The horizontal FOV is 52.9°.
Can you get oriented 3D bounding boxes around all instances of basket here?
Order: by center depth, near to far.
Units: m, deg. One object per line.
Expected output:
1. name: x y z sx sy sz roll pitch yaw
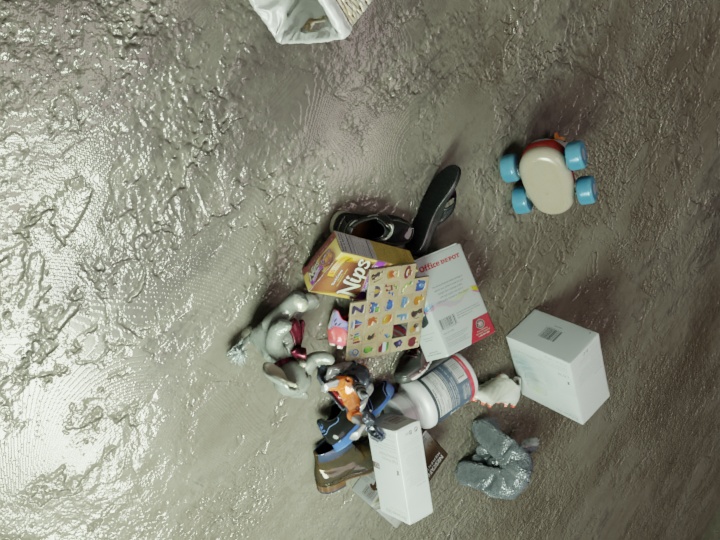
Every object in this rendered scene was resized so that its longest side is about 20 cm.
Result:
1. basket: -0.086 -0.481 1.112 0.162 0.196 0.201 -53 128 -17

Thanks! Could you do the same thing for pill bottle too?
1. pill bottle: 0.150 0.273 1.581 0.198 0.119 0.122 -28 119 -28

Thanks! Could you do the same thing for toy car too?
1. toy car: 0.436 -0.251 1.642 0.178 0.181 0.202 59 39 -33

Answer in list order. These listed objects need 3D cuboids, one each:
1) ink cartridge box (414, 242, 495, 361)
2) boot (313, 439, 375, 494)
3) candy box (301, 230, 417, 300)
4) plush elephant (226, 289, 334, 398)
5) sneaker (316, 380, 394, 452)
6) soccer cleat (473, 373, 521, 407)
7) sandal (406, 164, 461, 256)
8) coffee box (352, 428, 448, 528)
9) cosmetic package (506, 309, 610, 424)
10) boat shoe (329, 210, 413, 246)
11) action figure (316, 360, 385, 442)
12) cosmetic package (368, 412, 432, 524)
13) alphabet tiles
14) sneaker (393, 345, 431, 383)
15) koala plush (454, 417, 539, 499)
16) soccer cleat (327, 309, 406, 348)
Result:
1. ink cartridge box: 0.173 0.064 1.505 0.144 0.083 0.204 -20 87 -31
2. boot: -0.013 0.377 1.514 0.198 0.074 0.099 -28 123 -26
3. candy box: 0.000 0.000 1.384 0.197 0.057 0.117 13 133 -38
4. plush elephant: -0.123 0.150 1.295 0.199 0.165 0.156 -39 84 -4
5. sneaker: -0.008 0.279 1.492 0.078 0.070 0.200 52 51 -4
6. soccer cleat: 0.327 0.289 1.764 0.198 0.069 0.079 13 91 -47
7. sandal: 0.157 -0.122 1.495 0.047 0.075 0.203 20 100 -34
8. coffee box: 0.090 0.449 1.613 0.201 0.079 0.115 -51 128 -14
9. cosmetic package: 0.486 0.235 1.781 0.122 0.198 0.203 -37 123 -23
10. boat shoe: 0.035 -0.074 1.417 0.197 0.067 0.074 3 100 -40
11. action figure: 0.000 0.245 1.393 0.104 0.194 0.200 -42 96 15
12. cosmetic package: 0.081 0.405 1.488 0.073 0.101 0.205 -14 100 -36
13. alphabet tiles: 0.053 0.079 1.406 0.164 0.008 0.204 -8 122 -22
14. sneaker: 0.123 0.141 1.558 0.200 0.075 0.117 -43 120 -31
15. koala plush: 0.369 0.483 1.800 0.199 0.182 0.181 22 91 -52
16. soccer cleat: 0.019 0.115 1.467 0.197 0.066 0.078 0 100 -35
